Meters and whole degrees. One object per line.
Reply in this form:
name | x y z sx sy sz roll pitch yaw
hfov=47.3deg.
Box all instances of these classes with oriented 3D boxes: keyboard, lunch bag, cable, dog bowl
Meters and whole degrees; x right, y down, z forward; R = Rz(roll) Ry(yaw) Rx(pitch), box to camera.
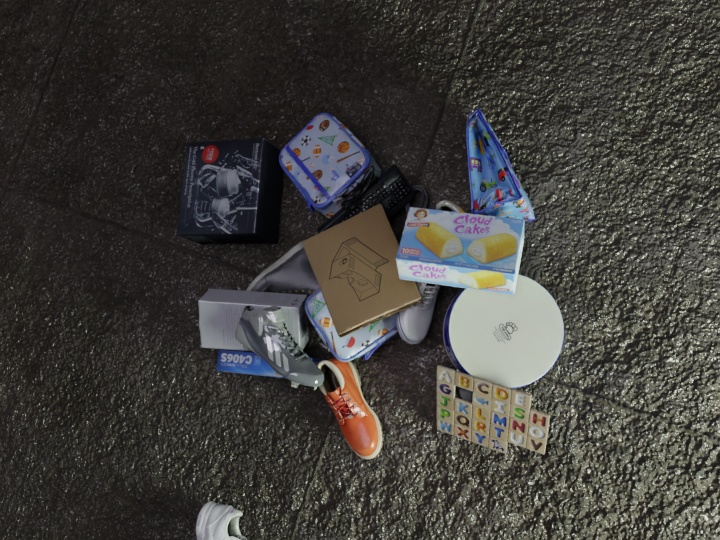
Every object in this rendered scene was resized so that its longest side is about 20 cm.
keyboard | 0.007 -0.113 1.534 0.200 0.104 0.040 -41 23 -4
lunch bag | -0.064 -0.202 1.613 0.160 0.076 0.200 -42 55 5
cable | 0.108 -0.062 1.567 0.097 0.050 0.200 -18 64 8
lunch bag | 0.002 0.074 1.527 0.200 0.076 0.160 -34 89 -3
dog bowl | 0.246 0.105 1.420 0.200 0.079 0.200 0 83 0
lunch bag | 0.233 -0.185 1.478 0.094 0.151 0.200 -19 74 16

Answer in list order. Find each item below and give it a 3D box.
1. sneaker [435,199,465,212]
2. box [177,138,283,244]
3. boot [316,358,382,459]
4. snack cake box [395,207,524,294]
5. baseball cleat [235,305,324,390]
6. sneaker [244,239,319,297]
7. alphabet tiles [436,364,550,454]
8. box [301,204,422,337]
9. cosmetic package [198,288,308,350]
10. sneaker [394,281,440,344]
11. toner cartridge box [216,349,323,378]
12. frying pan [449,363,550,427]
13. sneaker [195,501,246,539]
sneaker | 0.189 -0.037 1.498 0.075 0.090 0.200 -32 70 12
box | -0.264 -0.159 1.690 0.182 0.104 0.200 0 80 20
boot | -0.027 0.254 1.516 0.075 0.107 0.200 -28 72 12
snack cake box | 0.170 -0.035 1.392 0.200 0.067 0.115 7 59 14
baseball cleat | -0.143 0.131 1.487 0.200 0.070 0.106 28 112 19
sneaker | -0.143 0.041 1.618 0.200 0.075 0.106 -44 67 7
alphabet tiles | 0.223 0.250 1.407 0.200 0.167 0.008 16 43 23
box | 0.000 0.000 1.471 0.163 0.021 0.200 -25 67 7
cosmetic package | -0.205 0.098 1.585 0.200 0.071 0.101 4 110 9
sneaker | 0.109 0.032 1.467 0.073 0.071 0.200 11 84 -14
toner cartridge box | -0.168 0.185 1.589 0.200 0.095 0.043 2 81 22
frying pan | 0.245 0.210 1.459 0.190 0.031 0.115 7 81 7
sneaker | -0.271 0.547 1.566 0.100 0.075 0.200 0 80 22
